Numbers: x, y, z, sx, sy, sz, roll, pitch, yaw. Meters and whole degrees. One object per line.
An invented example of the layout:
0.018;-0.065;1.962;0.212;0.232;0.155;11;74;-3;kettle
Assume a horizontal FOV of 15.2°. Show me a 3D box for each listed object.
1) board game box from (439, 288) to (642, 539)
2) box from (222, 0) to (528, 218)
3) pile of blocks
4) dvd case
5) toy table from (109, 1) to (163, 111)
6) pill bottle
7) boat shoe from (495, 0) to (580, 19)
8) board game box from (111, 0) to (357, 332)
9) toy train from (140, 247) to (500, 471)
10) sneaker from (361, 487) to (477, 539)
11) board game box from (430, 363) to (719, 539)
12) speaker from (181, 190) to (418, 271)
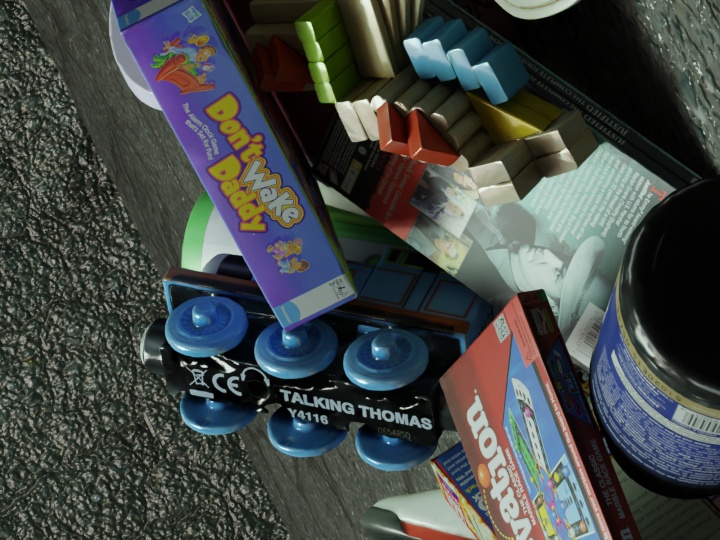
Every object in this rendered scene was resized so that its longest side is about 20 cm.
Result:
0.098;0.121;1.342;0.103;0.019;0.201;-53;53;55;board game box
-0.003;-0.145;1.505;0.109;0.128;0.201;19;146;48;box
0.019;-0.094;1.350;0.199;0.062;0.083;24;133;22;pile of blocks
0.076;-0.046;1.403;0.200;0.022;0.146;36;136;12;dvd case
-0.067;-0.160;1.634;0.183;0.200;0.117;29;163;25;toy table
0.167;0.041;1.287;0.112;0.111;0.200;60;168;17;pill bottle
0.080;-0.165;1.349;0.200;0.061;0.075;-169;69;-66;boat shoe
-0.072;-0.085;1.421;0.135;0.045;0.201;-110;-6;-56;board game box
-0.019;0.040;1.483;0.199;0.114;0.087;10;132;20;toy train
0.104;0.129;1.616;0.200;0.109;0.067;6;160;28;sneaker
0.153;0.133;1.416;0.200;0.151;0.046;51;169;37;board game box
0.000;0.000;1.576;0.199;0.089;0.089;9;141;21;speaker
